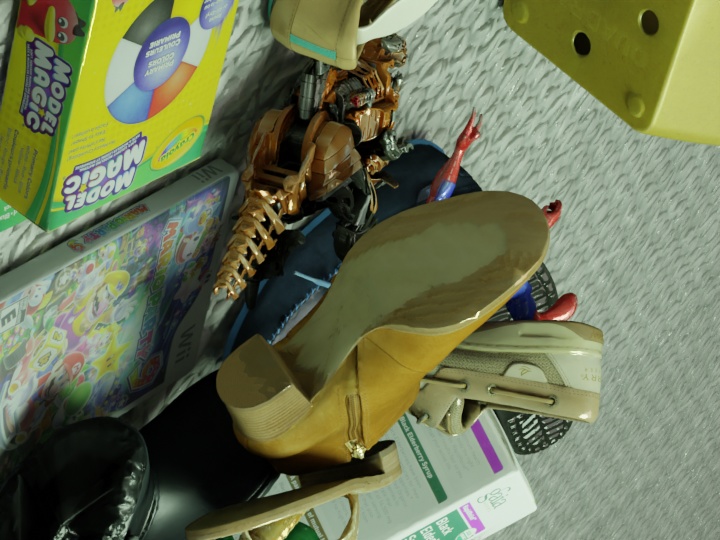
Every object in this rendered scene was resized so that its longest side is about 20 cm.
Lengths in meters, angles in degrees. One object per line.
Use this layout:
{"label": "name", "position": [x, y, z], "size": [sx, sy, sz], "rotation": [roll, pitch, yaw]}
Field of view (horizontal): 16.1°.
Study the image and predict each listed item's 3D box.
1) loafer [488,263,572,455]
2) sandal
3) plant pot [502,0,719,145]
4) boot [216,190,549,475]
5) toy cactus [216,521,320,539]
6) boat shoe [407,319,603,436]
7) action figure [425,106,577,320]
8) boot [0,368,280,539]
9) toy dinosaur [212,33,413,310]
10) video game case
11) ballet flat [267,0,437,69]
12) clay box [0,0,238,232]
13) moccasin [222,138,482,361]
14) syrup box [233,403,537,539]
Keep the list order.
{"label": "loafer", "position": [0.096, 0.045, 1.778], "size": [0.073, 0.071, 0.201], "rotation": [-25, 134, -13]}
{"label": "sandal", "position": [-0.023, 0.148, 1.396], "size": [0.211, 0.077, 0.070], "rotation": [-21, 97, -67]}
{"label": "plant pot", "position": [0.204, -0.190, 1.529], "size": [0.176, 0.200, 0.201], "rotation": [-19, 139, -38]}
{"label": "boot", "position": [0.020, 0.037, 1.355], "size": [0.200, 0.071, 0.144], "rotation": [-31, 159, 3]}
{"label": "toy cactus", "position": [-0.072, 0.169, 1.499], "size": [0.102, 0.199, 0.166], "rotation": [5, 79, -49]}
{"label": "boat shoe", "position": [0.050, 0.067, 1.542], "size": [0.071, 0.199, 0.065], "rotation": [17, 72, -61]}
{"label": "action figure", "position": [0.086, -0.025, 1.496], "size": [0.099, 0.065, 0.200], "rotation": [-57, 156, 6]}
{"label": "boot", "position": [-0.114, 0.111, 1.367], "size": [0.200, 0.076, 0.168], "rotation": [-41, 168, -11]}
{"label": "toy dinosaur", "position": [-0.031, -0.051, 1.364], "size": [0.199, 0.102, 0.136], "rotation": [-33, 138, -32]}
{"label": "video game case", "position": [-0.144, 0.035, 1.327], "size": [0.200, 0.018, 0.144], "rotation": [-33, 147, -45]}
{"label": "ballet flat", "position": [0.033, -0.174, 1.351], "size": [0.200, 0.063, 0.069], "rotation": [-46, 156, -25]}
{"label": "clay box", "position": [-0.109, -0.104, 1.175], "size": [0.115, 0.047, 0.201], "rotation": [-30, 145, -46]}
{"label": "moccasin", "position": [0.000, 0.000, 1.506], "size": [0.200, 0.068, 0.081], "rotation": [-49, 156, -20]}
{"label": "syrup box", "position": [0.005, 0.153, 1.604], "size": [0.199, 0.082, 0.079], "rotation": [-27, 154, 2]}
